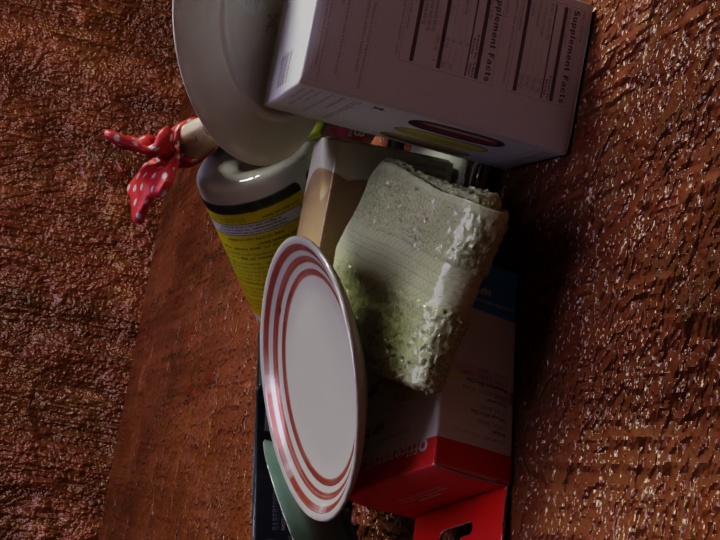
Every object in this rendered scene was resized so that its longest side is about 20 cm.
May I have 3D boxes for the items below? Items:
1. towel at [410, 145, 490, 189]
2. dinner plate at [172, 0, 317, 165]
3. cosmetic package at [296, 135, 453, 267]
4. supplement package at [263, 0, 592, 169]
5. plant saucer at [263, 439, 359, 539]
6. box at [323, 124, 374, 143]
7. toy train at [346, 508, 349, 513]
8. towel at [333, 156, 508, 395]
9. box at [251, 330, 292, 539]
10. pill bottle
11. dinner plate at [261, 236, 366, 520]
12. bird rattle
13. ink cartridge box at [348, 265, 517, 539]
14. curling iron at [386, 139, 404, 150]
[{"bbox_3d":[0.062,-0.023,1.171,0.149,0.030,0.202,-165,85,-72],"label":"towel"},{"bbox_3d":[-0.069,-0.179,1.046,0.024,0.200,0.202,-1,73,32],"label":"dinner plate"},{"bbox_3d":[0.000,0.000,1.138,0.071,0.104,0.202,-155,73,-70],"label":"cosmetic package"},{"bbox_3d":[0.046,-0.151,1.003,0.114,0.198,0.111,174,108,-73],"label":"supplement package"},{"bbox_3d":[-0.022,0.222,1.142,0.201,0.038,0.203,156,91,-88],"label":"plant saucer"},{"bbox_3d":[-0.011,-0.191,1.338,0.200,0.094,0.104,-62,-10,-72],"label":"box"},{"bbox_3d":[-0.028,0.200,1.317,0.201,0.034,0.046,-96,26,-49],"label":"toy train"},{"bbox_3d":[0.029,0.000,1.001,0.200,0.036,0.150,29,100,63],"label":"towel"},{"bbox_3d":[-0.080,0.176,1.378,0.158,0.050,0.202,-101,13,-73],"label":"box"},{"bbox_3d":[-0.062,-0.020,1.269,0.113,0.111,0.201,-107,-4,-61],"label":"pill bottle"},{"bbox_3d":[-0.031,0.076,1.014,0.200,0.024,0.203,176,90,-67],"label":"dinner plate"},{"bbox_3d":[-0.112,-0.119,1.189,0.199,0.113,0.163,-36,2,20],"label":"bird rattle"},{"bbox_3d":[0.050,0.101,1.009,0.116,0.067,0.202,-32,46,51],"label":"ink cartridge box"},{"bbox_3d":[0.014,-0.043,1.247,0.050,0.025,0.202,145,138,-64],"label":"curling iron"}]
